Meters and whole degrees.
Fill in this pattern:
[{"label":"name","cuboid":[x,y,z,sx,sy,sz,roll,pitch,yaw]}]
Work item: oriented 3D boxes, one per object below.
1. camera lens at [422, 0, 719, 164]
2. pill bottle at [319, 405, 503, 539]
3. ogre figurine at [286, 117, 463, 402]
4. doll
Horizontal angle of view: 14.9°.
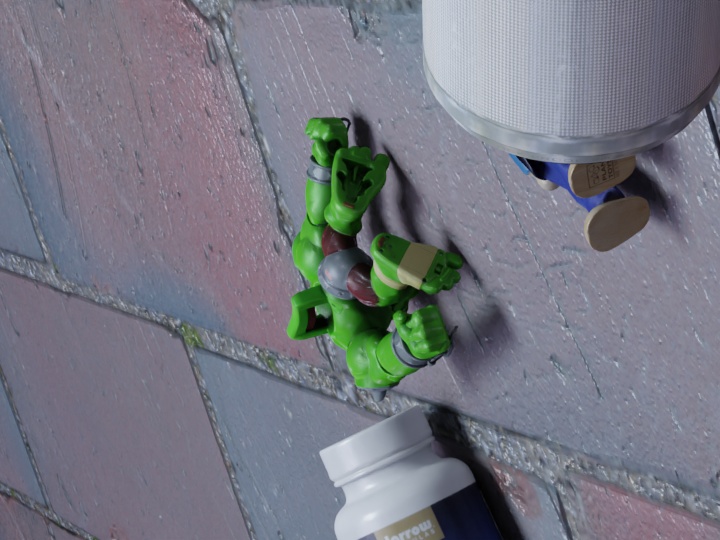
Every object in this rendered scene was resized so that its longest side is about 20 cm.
[{"label":"camera lens","cuboid":[0.110,-0.168,1.397,0.160,0.159,0.201,47,151,39]},{"label":"pill bottle","cuboid":[0.048,0.205,1.987,0.201,0.111,0.111,65,158,3]},{"label":"ogre figurine","cuboid":[0.000,0.000,1.913,0.200,0.098,0.120,46,141,18]},{"label":"doll","cuboid":[0.102,-0.095,1.641,0.200,0.048,0.137,48,162,51]}]
